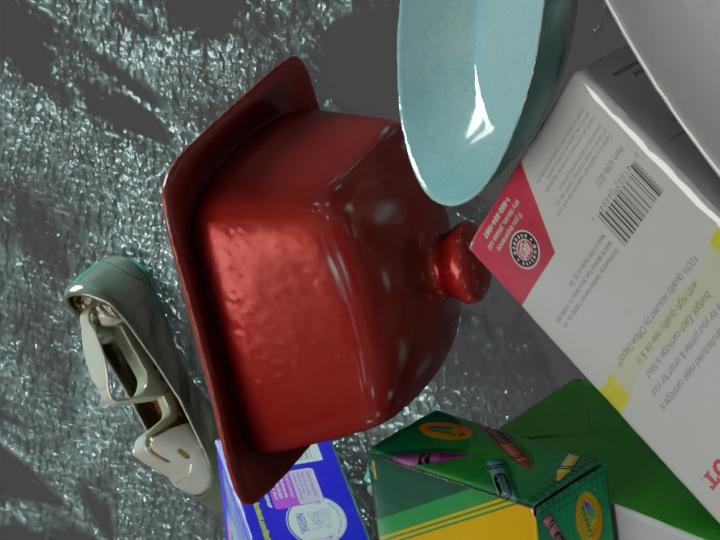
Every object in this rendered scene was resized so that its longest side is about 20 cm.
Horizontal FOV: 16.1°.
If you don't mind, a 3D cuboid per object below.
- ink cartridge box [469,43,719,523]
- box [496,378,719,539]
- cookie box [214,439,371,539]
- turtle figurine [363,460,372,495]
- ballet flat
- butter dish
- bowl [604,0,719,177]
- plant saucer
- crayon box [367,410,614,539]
[{"bbox_3d":[0.167,0.003,1.244,0.200,0.083,0.145,49,140,15],"label":"ink cartridge box"},{"bbox_3d":[0.167,0.177,1.347,0.199,0.096,0.178,21,126,40],"label":"box"},{"bbox_3d":[-0.032,0.224,1.555,0.171,0.075,0.201,-115,19,-58],"label":"cookie box"},{"bbox_3d":[0.059,0.184,1.465,0.200,0.100,0.151,104,154,-59],"label":"turtle figurine"},{"bbox_3d":[-0.132,0.089,1.652,0.067,0.064,0.201,-24,95,52],"label":"ballet flat"},{"bbox_3d":[0.000,0.000,1.380,0.147,0.200,0.201,-3,113,24],"label":"butter dish"},{"bbox_3d":[0.204,-0.141,1.119,0.201,0.074,0.200,59,142,4],"label":"bowl"},{"bbox_3d":[0.068,-0.130,1.257,0.201,0.038,0.203,-174,90,-71],"label":"plant saucer"},{"bbox_3d":[0.076,0.184,1.328,0.118,0.058,0.202,14,122,44],"label":"crayon box"}]
